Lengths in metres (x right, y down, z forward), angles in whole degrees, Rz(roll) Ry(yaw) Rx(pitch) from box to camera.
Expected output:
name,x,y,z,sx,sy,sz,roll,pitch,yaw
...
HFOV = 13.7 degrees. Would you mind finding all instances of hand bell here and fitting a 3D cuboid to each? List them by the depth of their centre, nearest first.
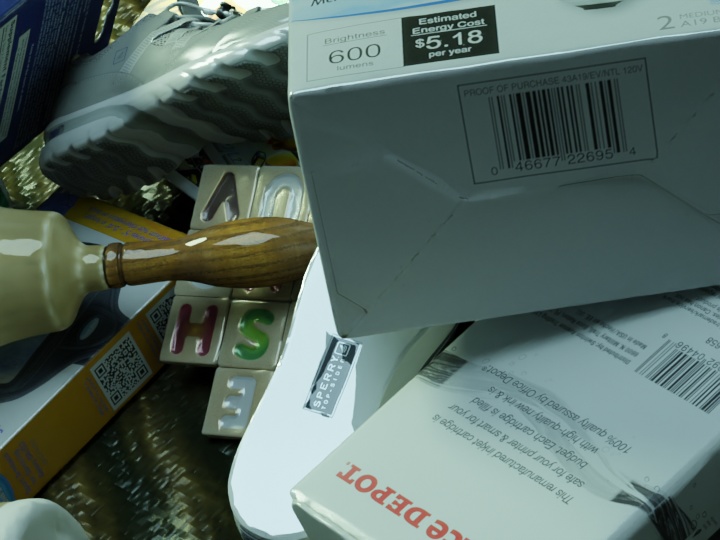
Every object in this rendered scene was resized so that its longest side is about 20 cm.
name,x,y,z,sx,sy,sz,roll,pitch,yaw
hand bell,-0.105,-0.002,1.391,0.199,0.104,0.104,-4,42,9

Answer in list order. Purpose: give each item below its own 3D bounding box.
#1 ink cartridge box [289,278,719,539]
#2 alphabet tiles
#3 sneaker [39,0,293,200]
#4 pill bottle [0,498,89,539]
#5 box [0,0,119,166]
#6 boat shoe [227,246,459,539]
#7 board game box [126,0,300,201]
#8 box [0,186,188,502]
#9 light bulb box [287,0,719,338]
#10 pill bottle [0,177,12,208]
name,x,y,z,sx,sy,sz,roll,pitch,yaw
ink cartridge box,0.093,0.081,1.226,0.200,0.084,0.144,-40,41,-19
alphabet tiles,0.000,0.000,1.377,0.199,0.008,0.168,3,73,31
sneaker,-0.076,-0.104,1.446,0.199,0.075,0.082,-18,59,29
pill bottle,-0.214,0.166,1.283,0.199,0.111,0.111,-11,40,18
box,-0.182,-0.094,1.464,0.032,0.121,0.200,32,44,13
boat shoe,0.003,0.043,1.312,0.071,0.068,0.201,18,67,13
board game box,-0.045,-0.085,1.490,0.200,0.035,0.126,35,88,42
box,-0.169,0.048,1.451,0.119,0.042,0.200,20,55,43
light bulb box,0.074,-0.088,1.260,0.197,0.125,0.200,-8,35,4
pill bottle,-0.265,-0.079,1.520,0.113,0.200,0.113,-16,39,13
